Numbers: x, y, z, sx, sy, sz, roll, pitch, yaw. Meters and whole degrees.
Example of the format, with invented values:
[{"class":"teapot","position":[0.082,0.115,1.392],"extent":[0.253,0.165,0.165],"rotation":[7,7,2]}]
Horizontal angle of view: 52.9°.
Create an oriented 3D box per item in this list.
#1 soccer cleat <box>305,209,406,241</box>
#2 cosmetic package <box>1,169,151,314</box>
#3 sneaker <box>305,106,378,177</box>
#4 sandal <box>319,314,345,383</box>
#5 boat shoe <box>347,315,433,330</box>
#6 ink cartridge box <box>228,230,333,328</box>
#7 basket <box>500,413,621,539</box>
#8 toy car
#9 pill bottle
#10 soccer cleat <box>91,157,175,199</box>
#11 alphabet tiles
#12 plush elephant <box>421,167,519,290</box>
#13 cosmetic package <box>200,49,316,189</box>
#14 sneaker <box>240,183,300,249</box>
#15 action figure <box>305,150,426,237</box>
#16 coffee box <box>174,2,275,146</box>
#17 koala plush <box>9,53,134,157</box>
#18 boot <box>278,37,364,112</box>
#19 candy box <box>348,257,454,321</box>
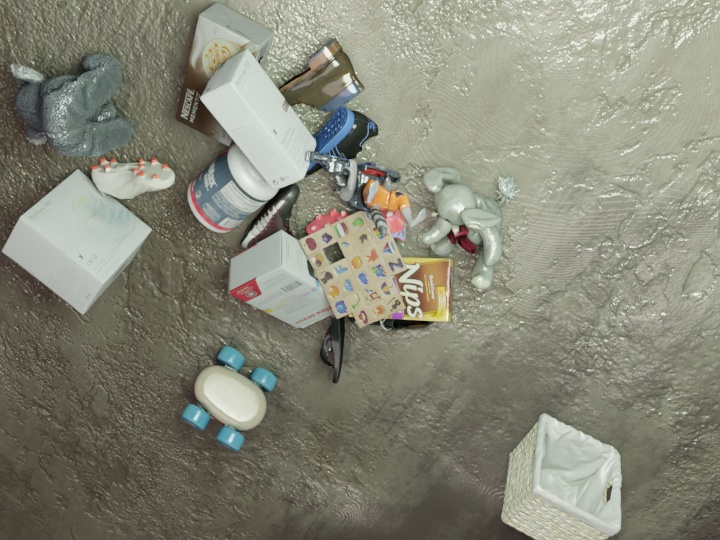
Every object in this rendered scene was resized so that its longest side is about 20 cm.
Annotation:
[{"class":"soccer cleat","position":[-0.009,-0.076,1.368],"extent":[0.196,0.067,0.077],"rotation":[-9,125,20]},{"class":"cosmetic package","position":[-0.570,-0.062,1.470],"extent":[0.199,0.201,0.123],"rotation":[39,127,-11]},{"class":"sneaker","position":[-0.049,-0.214,1.283],"extent":[0.077,0.072,0.199],"rotation":[15,152,-33]},{"class":"sandal","position":[-0.060,0.143,1.528],"extent":[0.047,0.076,0.205],"rotation":[4,116,7]},{"class":"boat shoe","position":[0.060,0.085,1.453],"extent":[0.196,0.068,0.073],"rotation":[-3,124,21]},{"class":"ink cartridge box","position":[-0.138,0.023,1.413],"extent":[0.144,0.084,0.199],"rotation":[-25,143,29]},{"class":"basket","position":[0.419,0.451,1.507],"extent":[0.197,0.200,0.162],"rotation":[26,132,-2]},{"class":"toy car","position":[-0.314,0.307,1.690],"extent":[0.175,0.186,0.200],"rotation":[33,156,-7]},{"class":"pill bottle","position":[-0.217,-0.168,1.335],"extent":[0.198,0.120,0.120],"rotation":[-32,110,32]},{"class":"soccer cleat","position":[-0.447,-0.178,1.441],"extent":[0.196,0.070,0.079],"rotation":[8,131,22]},{"class":"alphabet tiles","position":[0.000,0.000,1.343],"extent":[0.164,0.008,0.203],"rotation":[-23,101,15]},{"class":"plush elephant","position":[0.170,-0.086,1.234],"extent":[0.153,0.165,0.202],"rotation":[10,120,-41]},{"class":"cosmetic package","position":[-0.162,-0.245,1.189],"extent":[0.073,0.103,0.201],"rotation":[-16,130,29]},{"class":"sneaker","position":[-0.143,-0.084,1.407],"extent":[0.115,0.076,0.200],"rotation":[35,136,-16]},{"class":"action figure","position":[-0.004,-0.133,1.231],"extent":[0.196,0.193,0.107],"rotation":[10,102,-29]},{"class":"coffee box","position":[-0.237,-0.336,1.251],"extent":[0.113,0.080,0.202],"rotation":[26,127,-2]},{"class":"koala plush","position":[-0.559,-0.302,1.336],"extent":[0.196,0.184,0.180],"rotation":[16,128,21]},{"class":"boot","position":[-0.086,-0.293,1.236],"extent":[0.199,0.075,0.097],"rotation":[-34,106,31]},{"class":"candy box","position":[0.079,0.034,1.384],"extent":[0.195,0.056,0.120],"rotation":[1,87,15]}]
